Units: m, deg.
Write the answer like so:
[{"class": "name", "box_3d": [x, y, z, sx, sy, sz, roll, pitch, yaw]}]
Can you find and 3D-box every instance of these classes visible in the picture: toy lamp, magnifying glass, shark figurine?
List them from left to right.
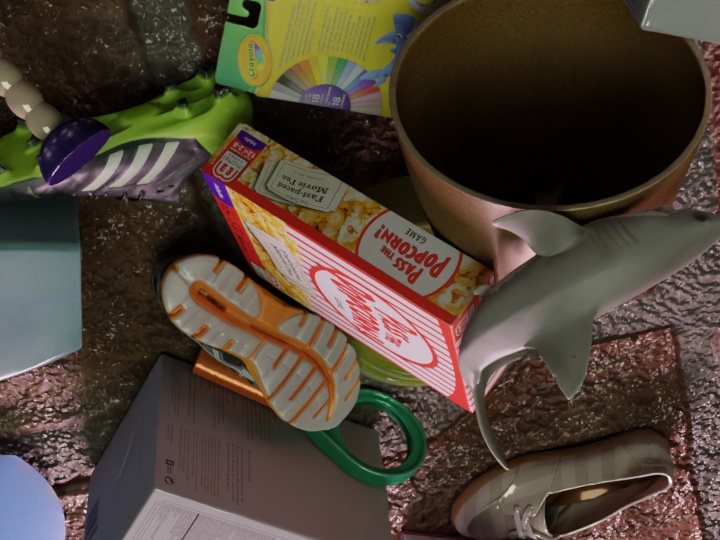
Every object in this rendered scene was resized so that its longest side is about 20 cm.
[{"class": "toy lamp", "box_3d": [-0.240, -0.141, 0.807, 0.200, 0.058, 0.058, 47, 113, 1]}, {"class": "magnifying glass", "box_3d": [-0.039, 0.109, 1.046, 0.199, 0.080, 0.022, 24, 136, -9]}, {"class": "shark figurine", "box_3d": [0.101, 0.042, 0.743, 0.128, 0.090, 0.215, 8, 142, -34]}]

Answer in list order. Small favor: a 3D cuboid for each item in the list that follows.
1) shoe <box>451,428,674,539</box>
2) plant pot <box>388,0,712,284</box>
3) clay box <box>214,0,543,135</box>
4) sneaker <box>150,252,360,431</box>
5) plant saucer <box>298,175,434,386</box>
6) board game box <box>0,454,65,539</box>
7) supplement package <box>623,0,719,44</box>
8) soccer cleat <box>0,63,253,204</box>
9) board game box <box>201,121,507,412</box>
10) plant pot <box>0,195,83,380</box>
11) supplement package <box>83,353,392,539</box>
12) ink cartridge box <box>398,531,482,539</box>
[{"class": "shoe", "box_3d": [0.173, 0.191, 1.131, 0.199, 0.053, 0.070, -21, 125, 9]}, {"class": "plant pot", "box_3d": [0.117, -0.048, 0.842, 0.186, 0.187, 0.200, -8, 142, 0]}, {"class": "clay box", "box_3d": [0.011, -0.162, 0.865, 0.199, 0.048, 0.115, 9, 125, -12]}, {"class": "sneaker", "box_3d": [-0.077, 0.048, 0.990, 0.200, 0.077, 0.078, 44, 78, -29]}, {"class": "plant saucer", "box_3d": [0.052, 0.019, 1.010, 0.199, 0.031, 0.201, -3, 126, -4]}, {"class": "board game box", "box_3d": [-0.347, 0.204, 1.098, 0.199, 0.039, 0.159, 1, 120, -13]}, {"class": "supplement package", "box_3d": [0.243, -0.226, 0.751, 0.190, 0.200, 0.147, 8, 124, -13]}, {"class": "soccer cleat", "box_3d": [-0.165, -0.073, 0.885, 0.199, 0.068, 0.081, -18, 132, -11]}, {"class": "board game box", "box_3d": [0.000, 0.000, 0.873, 0.046, 0.200, 0.152, -52, 156, -16]}, {"class": "plant pot", "box_3d": [-0.292, -0.003, 0.897, 0.199, 0.141, 0.142, -3, 126, -13]}, {"class": "supplement package", "box_3d": [-0.100, 0.196, 1.045, 0.199, 0.152, 0.151, 22, 121, -20]}, {"class": "ink cartridge box", "box_3d": [0.084, 0.344, 1.213, 0.146, 0.083, 0.201, 8, 124, -12]}]
